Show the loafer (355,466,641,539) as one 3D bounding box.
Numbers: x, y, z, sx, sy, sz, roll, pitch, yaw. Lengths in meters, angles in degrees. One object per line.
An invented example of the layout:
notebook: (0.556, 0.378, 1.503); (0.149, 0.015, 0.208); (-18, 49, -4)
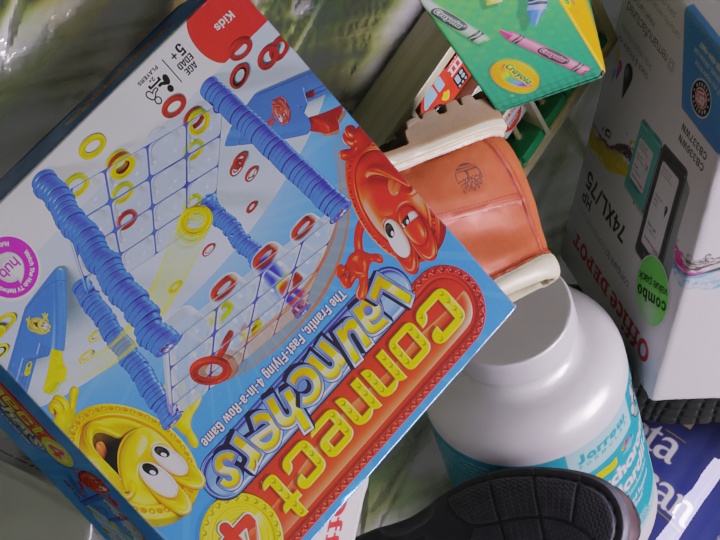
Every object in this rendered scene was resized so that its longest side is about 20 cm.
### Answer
loafer: (0.064, 0.149, 1.437); (0.063, 0.200, 0.072); (12, 62, -55)

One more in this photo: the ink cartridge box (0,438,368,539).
ink cartridge box: (-0.099, 0.150, 1.283); (0.200, 0.084, 0.146); (-5, 112, -53)

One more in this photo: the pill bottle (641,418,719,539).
pill bottle: (0.179, 0.116, 1.623); (0.200, 0.111, 0.111); (-53, 145, -20)

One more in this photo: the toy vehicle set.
toy vehicle set: (0.053, -0.079, 1.402); (0.200, 0.027, 0.124); (-56, 146, -14)

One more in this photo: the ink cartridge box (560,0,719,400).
ink cartridge box: (0.215, -0.052, 1.472); (0.146, 0.147, 0.200); (-2, 124, -20)

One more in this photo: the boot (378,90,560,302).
boot: (0.000, 0.000, 1.276); (0.200, 0.107, 0.075); (-24, 175, -21)

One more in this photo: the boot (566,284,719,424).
boot: (0.205, 0.029, 1.585); (0.131, 0.200, 0.068); (-69, 176, -49)

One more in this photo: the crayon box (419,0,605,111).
crayon box: (0.045, -0.175, 1.246); (0.200, 0.058, 0.119); (50, 26, -54)

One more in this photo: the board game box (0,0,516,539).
board game box: (-0.065, 0.014, 1.176); (0.196, 0.056, 0.200); (48, 64, -12)

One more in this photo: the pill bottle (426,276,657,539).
pill bottle: (0.094, 0.080, 1.476); (0.111, 0.111, 0.200); (-50, 147, -22)
